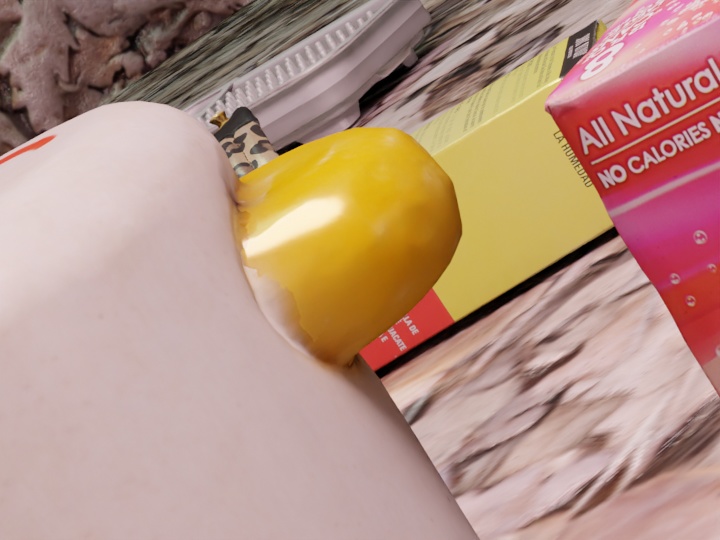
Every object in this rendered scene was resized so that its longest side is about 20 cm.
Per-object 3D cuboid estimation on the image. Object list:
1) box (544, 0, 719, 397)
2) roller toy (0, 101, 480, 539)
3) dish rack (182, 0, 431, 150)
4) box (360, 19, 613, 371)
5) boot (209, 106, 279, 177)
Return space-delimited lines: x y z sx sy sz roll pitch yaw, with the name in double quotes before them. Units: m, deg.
"box" 0.139 -0.039 0.406 0.199 0.100 0.095 -27 10 33
"roller toy" -0.077 0.059 0.517 0.199 0.140 0.182 -25 12 40
"dish rack" -0.054 -0.081 1.550 0.199 0.044 0.172 -29 9 29
"box" 0.000 0.000 0.870 0.199 0.050 0.075 -31 9 12
"boot" -0.096 -0.003 1.069 0.150 0.073 0.200 -32 26 -4
